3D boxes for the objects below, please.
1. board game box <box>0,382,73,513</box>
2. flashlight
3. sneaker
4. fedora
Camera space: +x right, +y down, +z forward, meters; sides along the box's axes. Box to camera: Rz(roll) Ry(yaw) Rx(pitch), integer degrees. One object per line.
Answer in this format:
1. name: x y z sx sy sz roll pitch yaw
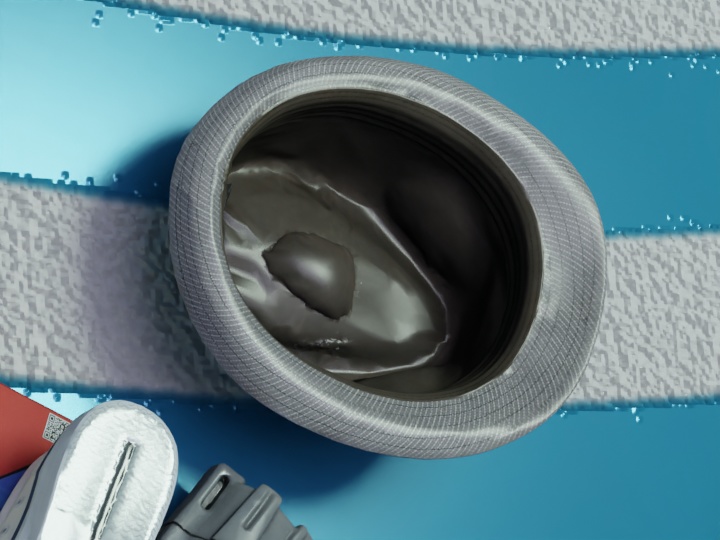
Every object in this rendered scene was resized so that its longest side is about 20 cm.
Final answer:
1. board game box: -0.176 0.140 1.156 0.103 0.019 0.201 31 65 -35
2. flashlight: -0.088 0.177 1.180 0.068 0.068 0.200 24 52 21
3. sneaker: -0.129 0.148 1.132 0.073 0.071 0.201 32 61 -9
4. fedora: 0.000 0.000 1.256 0.199 0.090 0.178 14 71 -19
